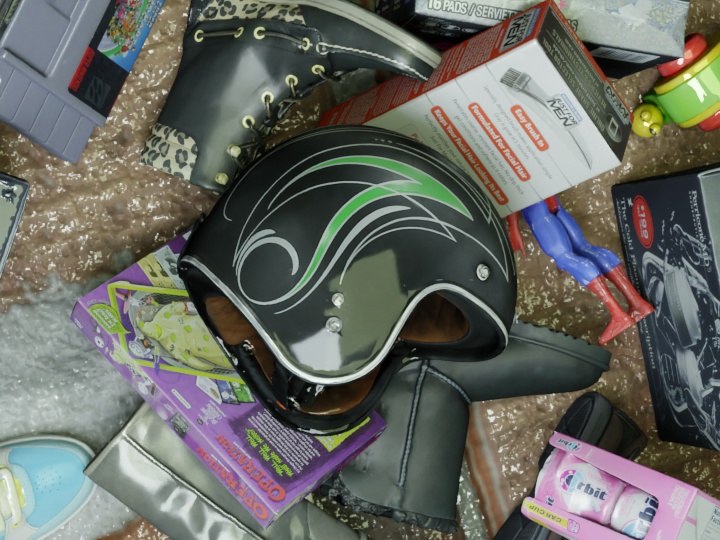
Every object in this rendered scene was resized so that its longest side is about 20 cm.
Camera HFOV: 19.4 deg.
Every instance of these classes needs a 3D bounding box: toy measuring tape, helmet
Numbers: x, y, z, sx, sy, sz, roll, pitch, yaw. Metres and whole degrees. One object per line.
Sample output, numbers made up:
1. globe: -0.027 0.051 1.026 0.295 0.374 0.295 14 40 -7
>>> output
1. toy measuring tape: 0.282 -0.161 1.542 0.200 0.074 0.074 -36 98 10
2. helmet: 0.000 0.000 1.382 0.191 0.200 0.200 -37 97 -15

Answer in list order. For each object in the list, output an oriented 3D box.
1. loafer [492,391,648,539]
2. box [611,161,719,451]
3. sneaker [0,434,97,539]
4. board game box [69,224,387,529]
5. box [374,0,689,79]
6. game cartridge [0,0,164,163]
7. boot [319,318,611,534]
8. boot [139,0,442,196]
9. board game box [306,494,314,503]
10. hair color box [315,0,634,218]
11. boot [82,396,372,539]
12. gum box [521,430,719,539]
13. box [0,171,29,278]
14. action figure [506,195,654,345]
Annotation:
1. loafer: 0.146 0.187 1.532 0.063 0.072 0.200 32 79 -15
2. box: 0.272 0.021 1.505 0.104 0.182 0.201 -12 92 -13
3. sneaker: -0.263 0.166 1.402 0.200 0.131 0.080 -21 93 -14
4. board game box: -0.090 0.069 1.441 0.200 0.032 0.120 47 47 11
5. box: 0.123 -0.214 1.498 0.199 0.132 0.115 7 86 -13
6. game cartridge: -0.189 -0.184 1.435 0.130 0.038 0.200 34 79 -55
7. boot: 0.069 0.108 1.512 0.198 0.073 0.163 14 84 -6
8. boot: -0.052 -0.117 1.450 0.203 0.073 0.154 20 88 29
9. board game box: -0.089 0.142 1.498 0.095 0.030 0.201 -15 95 -13
10. hair color box: 0.074 -0.092 1.450 0.111 0.200 0.064 52 35 -22
11. boot: -0.106 0.192 1.445 0.200 0.073 0.182 39 69 -15
12. gum box: 0.206 0.179 1.467 0.200 0.113 0.066 32 81 -55
13. box: -0.330 -0.040 1.381 0.199 0.148 0.105 19 85 -11
14. action figure: 0.134 -0.038 1.533 0.065 0.052 0.200 -25 80 -52
